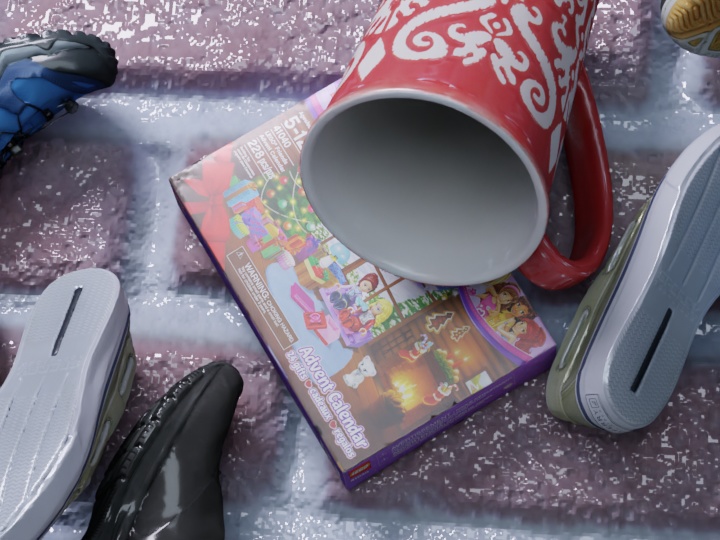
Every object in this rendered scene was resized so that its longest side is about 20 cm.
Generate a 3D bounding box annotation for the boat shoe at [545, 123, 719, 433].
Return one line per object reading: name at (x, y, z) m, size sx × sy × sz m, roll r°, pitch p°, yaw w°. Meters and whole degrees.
boat shoe at (0.159, -0.001, 1.264) m, size 0.062 × 0.072 × 0.201 m, roll -1°, pitch 48°, yaw 51°

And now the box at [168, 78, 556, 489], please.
box at (0.000, 0.000, 1.290) m, size 0.136 × 0.039 × 0.201 m, roll -30°, pitch 71°, yaw -7°

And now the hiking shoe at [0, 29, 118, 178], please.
hiking shoe at (-0.222, -0.068, 1.324) m, size 0.199 × 0.074 × 0.087 m, roll -23°, pitch 77°, yaw 7°

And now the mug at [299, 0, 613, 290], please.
mug at (0.064, -0.094, 1.265) m, size 0.132 × 0.178 × 0.201 m, roll 0°, pitch 45°, yaw 23°

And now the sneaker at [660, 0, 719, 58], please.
sneaker at (0.244, -0.198, 1.333) m, size 0.199 × 0.076 × 0.088 m, roll -32°, pitch 55°, yaw -10°

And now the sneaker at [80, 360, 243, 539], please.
sneaker at (-0.104, 0.143, 1.239) m, size 0.090 × 0.076 × 0.201 m, roll 30°, pitch 69°, yaw -8°

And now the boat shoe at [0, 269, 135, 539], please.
boat shoe at (-0.158, 0.086, 1.214) m, size 0.071 × 0.062 × 0.201 m, roll -3°, pitch 42°, yaw 25°
